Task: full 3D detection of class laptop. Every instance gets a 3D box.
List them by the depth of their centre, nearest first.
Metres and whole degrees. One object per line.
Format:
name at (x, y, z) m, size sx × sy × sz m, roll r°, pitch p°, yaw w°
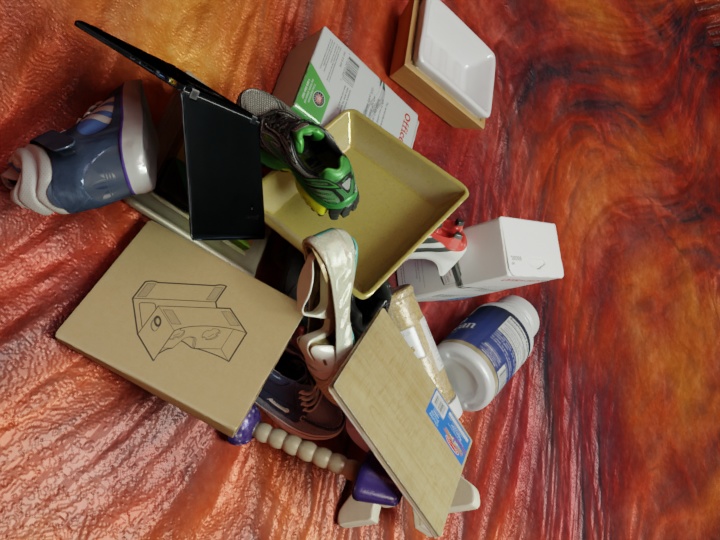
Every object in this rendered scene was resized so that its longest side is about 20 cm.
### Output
laptop at (-0.182, -0.132, 0.703) m, size 0.199 × 0.116 × 0.187 m, roll 32°, pitch 9°, yaw 9°

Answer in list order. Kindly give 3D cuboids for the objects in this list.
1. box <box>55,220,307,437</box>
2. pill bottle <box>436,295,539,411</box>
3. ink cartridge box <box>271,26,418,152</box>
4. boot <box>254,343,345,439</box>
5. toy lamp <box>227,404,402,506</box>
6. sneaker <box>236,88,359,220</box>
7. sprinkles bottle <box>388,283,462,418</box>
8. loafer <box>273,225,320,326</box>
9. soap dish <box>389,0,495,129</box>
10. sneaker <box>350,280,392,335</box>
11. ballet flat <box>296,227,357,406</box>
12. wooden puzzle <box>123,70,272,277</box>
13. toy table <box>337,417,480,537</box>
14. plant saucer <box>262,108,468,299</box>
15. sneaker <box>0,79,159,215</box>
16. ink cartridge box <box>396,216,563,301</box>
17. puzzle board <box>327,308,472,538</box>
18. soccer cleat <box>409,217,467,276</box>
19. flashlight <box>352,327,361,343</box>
box at (-0.176, 0.055, 0.710) m, size 0.199 × 0.021 × 0.164 m, roll 29°, pitch 54°, yaw 0°
pill bottle at (0.196, 0.117, 1.060) m, size 0.200 × 0.111 × 0.112 m, roll -35°, pitch 103°, yaw -44°
ink cartridge box at (-0.022, -0.208, 0.958) m, size 0.200 × 0.083 × 0.148 m, roll 36°, pitch 56°, yaw -31°
boot at (-0.072, 0.142, 0.806) m, size 0.200 × 0.090 × 0.073 m, roll 35°, pitch 56°, yaw -32°
toy lamp at (-0.045, 0.201, 0.752) m, size 0.058 × 0.199 × 0.059 m, roll 20°, pitch 90°, yaw -76°
sneaker at (-0.072, -0.153, 0.795) m, size 0.078 × 0.085 × 0.200 m, roll -39°, pitch 67°, yaw -22°
sprinkles bottle at (0.078, 0.122, 0.974) m, size 0.068 × 0.068 × 0.201 m, roll -27°, pitch 98°, yaw -45°
loafer at (-0.075, -0.020, 0.865) m, size 0.073 × 0.072 × 0.201 m, roll 79°, pitch 10°, yaw -49°
soap dish at (0.138, -0.343, 1.153) m, size 0.199 × 0.081 × 0.159 m, roll 28°, pitch 60°, yaw -36°
sneaker at (0.001, 0.001, 0.902) m, size 0.077 × 0.111 × 0.201 m, roll 36°, pitch 56°, yaw -31°
ballet flat at (-0.042, 0.054, 0.732) m, size 0.062 × 0.067 × 0.202 m, roll -11°, pitch 109°, yaw -39°
wooden puzzle at (-0.166, -0.116, 0.826) m, size 0.185 × 0.037 × 0.201 m, roll 35°, pitch 56°, yaw -32°
toy table at (0.053, 0.246, 0.854) m, size 0.200 × 0.183 × 0.118 m, roll 36°, pitch 41°, yaw -37°
plant saucer at (-0.006, -0.077, 0.829) m, size 0.200 × 0.049 × 0.200 m, roll 38°, pitch 66°, yaw 18°
sneaker at (-0.282, -0.125, 0.689) m, size 0.201 × 0.145 × 0.081 m, roll -112°, pitch -168°, yaw -52°
ink cartridge box at (0.171, -0.011, 1.008) m, size 0.144 × 0.199 × 0.085 m, roll 1°, pitch 78°, yaw -44°
puzzle board at (0.048, 0.160, 0.746) m, size 0.201 × 0.017 × 0.151 m, roll 56°, pitch 33°, yaw -13°
soccer cleat at (0.047, -0.060, 0.930) m, size 0.199 × 0.086 × 0.069 m, roll 24°, pitch 36°, yaw -1°
flashlight at (0.016, 0.137, 0.872) m, size 0.200 × 0.067 × 0.068 m, roll 44°, pitch 50°, yaw -49°
